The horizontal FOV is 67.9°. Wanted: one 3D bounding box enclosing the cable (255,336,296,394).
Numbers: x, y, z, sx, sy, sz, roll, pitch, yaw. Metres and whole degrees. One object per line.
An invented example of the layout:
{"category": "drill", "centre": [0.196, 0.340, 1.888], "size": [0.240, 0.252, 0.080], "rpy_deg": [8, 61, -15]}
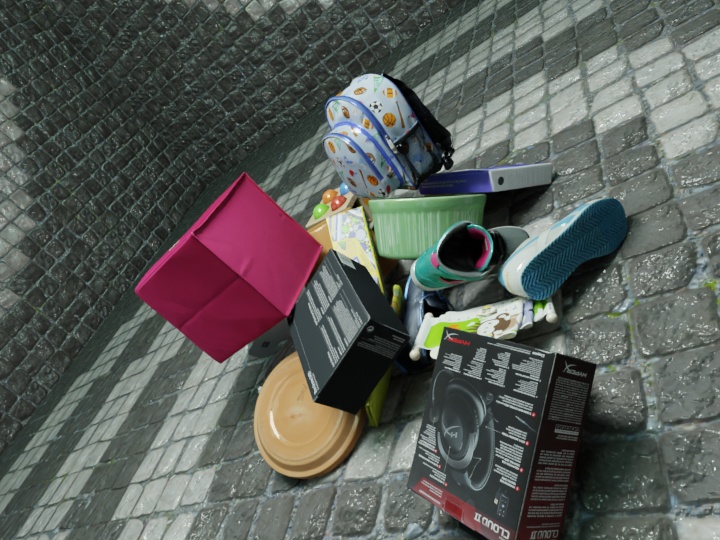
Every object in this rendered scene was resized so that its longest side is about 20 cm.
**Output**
{"category": "cable", "centre": [-0.077, 0.162, 0.955], "size": [0.199, 0.069, 0.201], "rpy_deg": [-3, 45, 52]}

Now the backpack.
{"category": "backpack", "centre": [0.023, -0.218, 0.882], "size": [0.154, 0.192, 0.199], "rpy_deg": [-39, 22, -22]}

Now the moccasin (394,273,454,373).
{"category": "moccasin", "centre": [0.110, 0.069, 0.839], "size": [0.068, 0.080, 0.202], "rpy_deg": [-12, 53, 39]}

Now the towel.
{"category": "towel", "centre": [0.037, 0.125, 0.804], "size": [0.018, 0.086, 0.201], "rpy_deg": [6, 55, 16]}

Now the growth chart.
{"category": "growth chart", "centre": [0.164, 0.068, 0.713], "size": [0.198, 0.018, 0.145], "rpy_deg": [-17, 14, 13]}

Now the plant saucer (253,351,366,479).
{"category": "plant saucer", "centre": [-0.085, 0.214, 0.829], "size": [0.198, 0.032, 0.202], "rpy_deg": [-14, 58, 23]}

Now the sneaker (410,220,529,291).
{"category": "sneaker", "centre": [0.177, -0.032, 0.772], "size": [0.198, 0.084, 0.121], "rpy_deg": [-19, -9, -13]}

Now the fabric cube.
{"category": "fabric cube", "centre": [-0.220, -0.003, 0.919], "size": [0.199, 0.200, 0.197], "rpy_deg": [-34, 20, 36]}

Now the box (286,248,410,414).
{"category": "box", "centre": [-0.027, 0.082, 0.773], "size": [0.142, 0.078, 0.200], "rpy_deg": [-54, 31, 15]}

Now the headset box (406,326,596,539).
{"category": "headset box", "centre": [0.136, 0.172, 0.545], "size": [0.148, 0.077, 0.202], "rpy_deg": [6, 82, 56]}

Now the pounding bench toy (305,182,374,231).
{"category": "pounding bench toy", "centre": [-0.048, -0.099, 1.209], "size": [0.199, 0.156, 0.125], "rpy_deg": [-20, 32, 39]}

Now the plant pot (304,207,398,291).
{"category": "plant pot", "centre": [-0.042, -0.031, 1.053], "size": [0.199, 0.141, 0.200], "rpy_deg": [-29, 9, 5]}

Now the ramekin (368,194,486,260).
{"category": "ramekin", "centre": [0.114, -0.076, 0.913], "size": [0.197, 0.099, 0.200], "rpy_deg": [-3, 8, 0]}

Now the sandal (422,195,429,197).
{"category": "sandal", "centre": [0.119, -0.095, 1.097], "size": [0.212, 0.077, 0.070], "rpy_deg": [-52, -5, -33]}

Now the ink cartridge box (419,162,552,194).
{"category": "ink cartridge box", "centre": [0.200, -0.160, 0.957], "size": [0.198, 0.044, 0.197], "rpy_deg": [-9, 9, -30]}

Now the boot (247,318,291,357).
{"category": "boot", "centre": [-0.176, 0.092, 1.030], "size": [0.200, 0.073, 0.097], "rpy_deg": [-44, 42, 53]}

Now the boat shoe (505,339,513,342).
{"category": "boat shoe", "centre": [0.179, 0.125, 0.652], "size": [0.072, 0.073, 0.199], "rpy_deg": [-40, 24, -23]}

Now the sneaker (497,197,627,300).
{"category": "sneaker", "centre": [0.274, -0.037, 0.725], "size": [0.199, 0.077, 0.081], "rpy_deg": [-32, 13, -13]}

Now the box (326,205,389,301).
{"category": "box", "centre": [0.000, 0.000, 0.912], "size": [0.069, 0.064, 0.202], "rpy_deg": [-16, 72, 8]}
